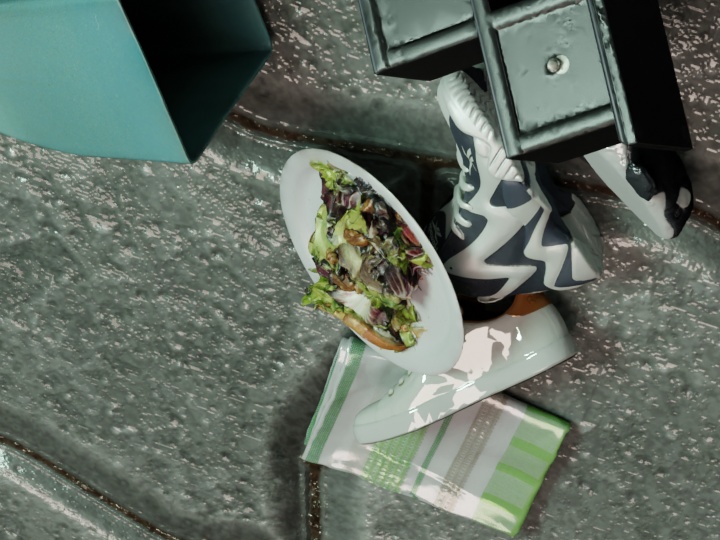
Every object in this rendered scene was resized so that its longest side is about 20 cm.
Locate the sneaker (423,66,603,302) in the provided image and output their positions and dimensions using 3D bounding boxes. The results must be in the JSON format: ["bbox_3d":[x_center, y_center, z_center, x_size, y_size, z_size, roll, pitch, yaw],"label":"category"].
[{"bbox_3d":[0.078,-0.050,1.576,0.129,0.080,0.199,-23,129,24],"label":"sneaker"}]

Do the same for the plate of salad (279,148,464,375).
[{"bbox_3d":[0.000,0.000,1.619,0.200,0.048,0.201,40,151,28],"label":"plate of salad"}]

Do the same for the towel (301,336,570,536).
[{"bbox_3d":[0.058,0.141,1.785,0.199,0.031,0.150,21,134,1],"label":"towel"}]

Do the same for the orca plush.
[{"bbox_3d":[0.178,-0.114,1.518,0.200,0.071,0.105,45,175,-7],"label":"orca plush"}]

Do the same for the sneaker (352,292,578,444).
[{"bbox_3d":[0.070,0.068,1.692,0.199,0.073,0.085,-28,88,23],"label":"sneaker"}]

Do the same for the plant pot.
[{"bbox_3d":[-0.196,-0.171,1.535,0.199,0.142,0.142,1,130,29],"label":"plant pot"}]

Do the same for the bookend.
[{"bbox_3d":[0.090,-0.150,1.407,0.199,0.092,0.200,-16,82,31],"label":"bookend"}]
